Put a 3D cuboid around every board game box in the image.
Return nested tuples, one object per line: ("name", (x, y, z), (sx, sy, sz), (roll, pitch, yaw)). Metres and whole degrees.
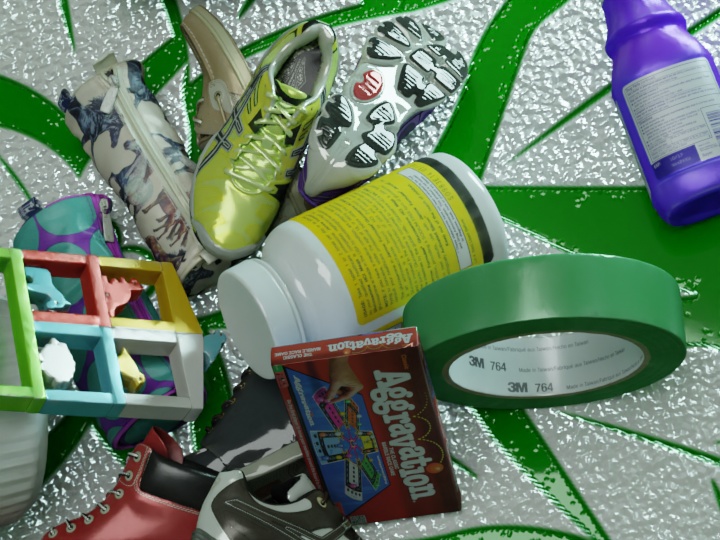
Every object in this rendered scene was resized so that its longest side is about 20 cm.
("board game box", (0.007, 0.115, 1.466), (0.102, 0.201, 0.020), (-9, 49, 6))

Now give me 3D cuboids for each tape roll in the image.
("tape roll", (0.129, 0.046, 1.465), (0.198, 0.201, 0.049), (-6, 68, 8))

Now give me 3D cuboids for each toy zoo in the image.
("toy zoo", (-0.190, 0.046, 1.498), (0.198, 0.020, 0.132), (5, 52, -30))

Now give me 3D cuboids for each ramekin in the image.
("ramekin", (-0.300, 0.104, 1.530), (0.093, 0.202, 0.204), (-5, 65, -28))

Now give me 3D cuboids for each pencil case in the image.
("pencil case", (-0.158, -0.072, 1.618), (0.077, 0.090, 0.201), (-32, 69, -5))
("pencil case", (-0.193, 0.035, 1.587), (0.092, 0.085, 0.201), (-41, 66, 27))

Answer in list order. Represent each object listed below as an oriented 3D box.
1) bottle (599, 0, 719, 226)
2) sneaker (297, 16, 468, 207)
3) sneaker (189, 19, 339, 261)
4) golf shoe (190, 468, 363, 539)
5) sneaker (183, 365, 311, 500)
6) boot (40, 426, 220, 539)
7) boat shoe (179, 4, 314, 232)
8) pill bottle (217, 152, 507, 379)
("bottle", (0.234, -0.137, 1.585), (0.083, 0.065, 0.202), (-19, 68, 2))
("sneaker", (0.008, -0.122, 1.598), (0.081, 0.084, 0.200), (41, 51, 2))
("sneaker", (-0.074, -0.103, 1.553), (0.075, 0.076, 0.202), (22, 72, -5))
("golf shoe", (-0.024, 0.194, 1.460), (0.199, 0.078, 0.095), (18, 74, -30))
("sneaker", (-0.092, 0.124, 1.555), (0.198, 0.075, 0.107), (-22, 58, 0))
("boot", (-0.195, 0.177, 1.480), (0.198, 0.072, 0.146), (7, 92, 6))
("boat shoe", (-0.102, -0.118, 1.636), (0.065, 0.072, 0.201), (-27, 74, -2))
("pill bottle", (0.000, 0.000, 1.520), (0.199, 0.113, 0.113), (-25, 66, -24))
